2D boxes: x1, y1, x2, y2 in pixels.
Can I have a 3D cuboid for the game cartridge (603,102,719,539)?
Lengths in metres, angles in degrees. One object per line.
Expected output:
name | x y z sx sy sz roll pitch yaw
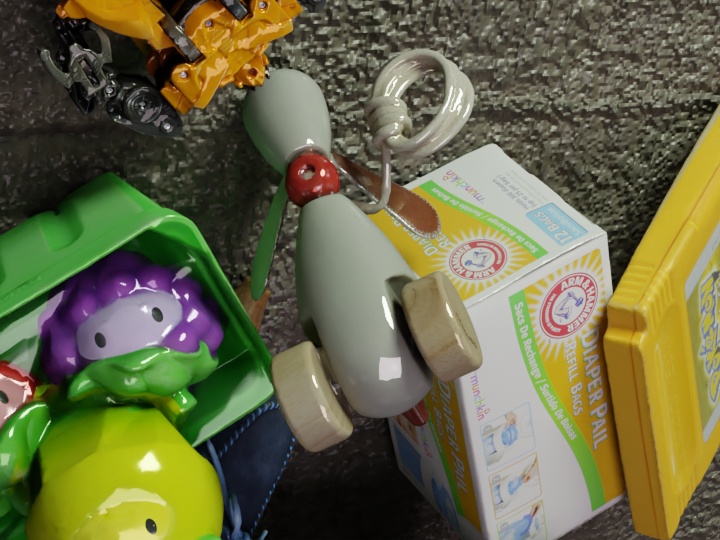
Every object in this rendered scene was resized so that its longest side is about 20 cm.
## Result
game cartridge | 0.198 0.026 0.992 0.200 0.032 0.177 -56 144 -37

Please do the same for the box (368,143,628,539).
box | 0.075 0.050 0.959 0.101 0.112 0.201 -27 130 -18

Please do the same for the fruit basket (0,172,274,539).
fruit basket | -0.135 0.079 0.817 0.215 0.216 0.156 -31 131 -4

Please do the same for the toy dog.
toy dog | 0.000 0.000 0.837 0.131 0.202 0.096 -5 152 16

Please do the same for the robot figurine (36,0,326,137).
robot figurine | -0.103 -0.153 0.764 0.145 0.058 0.200 -39 131 3

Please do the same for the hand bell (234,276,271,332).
hand bell | -0.108 0.092 0.931 0.104 0.104 0.201 29 94 -39

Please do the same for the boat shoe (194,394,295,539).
boat shoe | -0.083 0.156 0.881 0.084 0.068 0.201 39 74 -43
